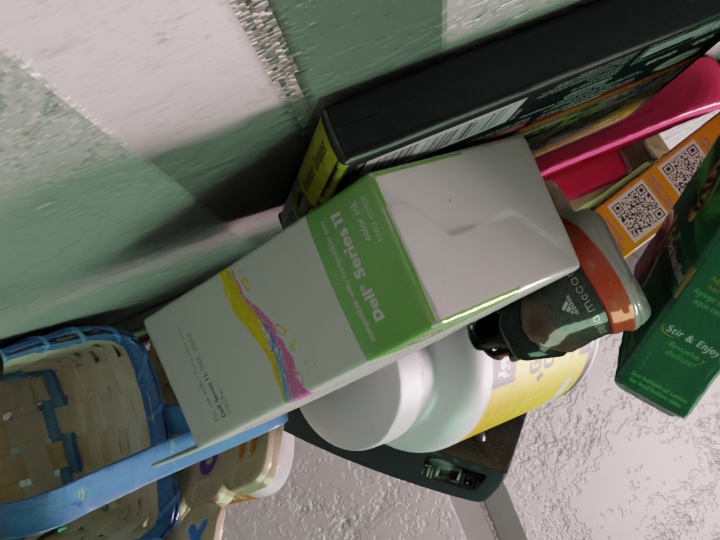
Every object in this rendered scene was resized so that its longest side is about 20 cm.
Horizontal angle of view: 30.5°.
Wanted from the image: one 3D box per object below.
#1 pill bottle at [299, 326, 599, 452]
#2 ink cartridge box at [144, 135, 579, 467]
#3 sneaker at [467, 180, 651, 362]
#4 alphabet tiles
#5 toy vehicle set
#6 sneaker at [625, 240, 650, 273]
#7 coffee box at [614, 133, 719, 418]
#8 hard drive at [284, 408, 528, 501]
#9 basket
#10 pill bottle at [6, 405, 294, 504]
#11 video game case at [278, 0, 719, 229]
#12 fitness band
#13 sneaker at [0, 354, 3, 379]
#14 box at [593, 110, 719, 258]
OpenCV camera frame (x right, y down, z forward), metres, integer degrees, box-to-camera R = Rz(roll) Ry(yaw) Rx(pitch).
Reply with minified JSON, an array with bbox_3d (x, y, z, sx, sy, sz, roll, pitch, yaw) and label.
[{"bbox_3d":[0.052,0.044,0.795,0.111,0.113,0.199,-28,171,39],"label":"pill bottle"},{"bbox_3d":[-0.015,0.018,0.599,0.199,0.068,0.117,-30,172,40],"label":"ink cartridge box"},{"bbox_3d":[0.086,0.006,0.684,0.081,0.078,0.200,-31,-178,2],"label":"sneaker"},{"bbox_3d":[-0.107,0.107,0.805,0.015,0.198,0.199,26,143,-31],"label":"alphabet tiles"},{"bbox_3d":[0.138,-0.035,0.984,0.199,0.027,0.124,-37,170,18],"label":"toy vehicle set"},{"bbox_3d":[0.219,-0.021,1.001,0.199,0.078,0.112,-37,168,20],"label":"sneaker"},{"bbox_3d":[0.190,-0.040,0.627,0.201,0.044,0.123,-63,180,34],"label":"coffee box"},{"bbox_3d":[0.010,0.081,0.880,0.135,0.198,0.043,-53,163,-64],"label":"hard drive"},{"bbox_3d":[-0.157,0.103,0.709,0.199,0.141,0.175,-16,180,45],"label":"basket"},{"bbox_3d":[-0.156,0.124,0.953,0.198,0.114,0.112,-15,177,19],"label":"pill bottle"},{"bbox_3d":[0.064,-0.070,0.593,0.198,0.026,0.181,-23,174,-12],"label":"video game case"},{"bbox_3d":[0.126,-0.068,0.782,0.198,0.038,0.144,-23,174,-10],"label":"fitness band"},{"bbox_3d":[-0.208,0.084,0.598,0.075,0.092,0.199,-12,167,-40],"label":"sneaker"},{"bbox_3d":[0.235,-0.082,0.851,0.199,0.042,0.119,-37,176,19],"label":"box"}]
